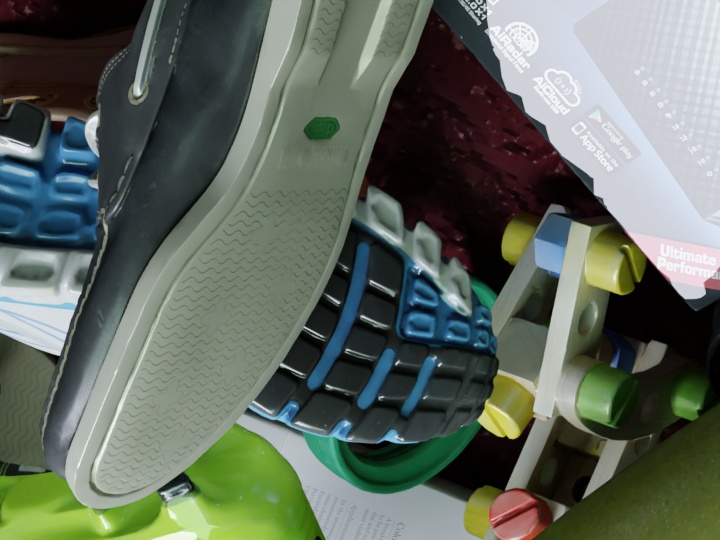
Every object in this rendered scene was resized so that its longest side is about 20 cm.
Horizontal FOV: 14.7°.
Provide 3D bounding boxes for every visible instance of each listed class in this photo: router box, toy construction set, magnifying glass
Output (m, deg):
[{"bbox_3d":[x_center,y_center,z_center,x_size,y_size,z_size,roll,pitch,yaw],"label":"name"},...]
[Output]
[{"bbox_3d":[0.091,-0.107,0.760,0.200,0.062,0.150,48,125,-7],"label":"router box"},{"bbox_3d":[0.044,0.082,0.895,0.092,0.200,0.131,36,180,33],"label":"toy construction set"},{"bbox_3d":[0.000,0.000,0.881,0.022,0.080,0.200,36,160,36],"label":"magnifying glass"}]

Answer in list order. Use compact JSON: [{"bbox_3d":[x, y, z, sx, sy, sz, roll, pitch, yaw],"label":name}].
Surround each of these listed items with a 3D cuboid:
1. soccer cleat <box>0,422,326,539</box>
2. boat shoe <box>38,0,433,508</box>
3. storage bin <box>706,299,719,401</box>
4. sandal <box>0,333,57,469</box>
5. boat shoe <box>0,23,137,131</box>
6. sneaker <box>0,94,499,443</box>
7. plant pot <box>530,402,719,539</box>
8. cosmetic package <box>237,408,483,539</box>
[{"bbox_3d":[-0.100,0.092,0.866,0.200,0.068,0.081,-8,128,32],"label":"soccer cleat"},{"bbox_3d":[-0.041,-0.032,0.756,0.068,0.072,0.200,29,102,34],"label":"boat shoe"},{"bbox_3d":[0.216,0.027,0.853,0.200,0.094,0.135,41,127,-19],"label":"storage bin"},{"bbox_3d":[-0.163,0.036,0.918,0.057,0.080,0.201,0,164,37],"label":"sandal"},{"bbox_3d":[-0.107,-0.033,0.898,0.200,0.069,0.074,-11,126,22],"label":"boat shoe"},{"bbox_3d":[-0.055,0.002,0.830,0.200,0.075,0.087,20,166,2],"label":"sneaker"},{"bbox_3d":[0.143,0.097,0.768,0.187,0.187,0.200,34,109,-15],"label":"plant pot"},{"bbox_3d":[-0.045,0.151,0.976,0.151,0.052,0.200,23,91,-3],"label":"cosmetic package"}]
